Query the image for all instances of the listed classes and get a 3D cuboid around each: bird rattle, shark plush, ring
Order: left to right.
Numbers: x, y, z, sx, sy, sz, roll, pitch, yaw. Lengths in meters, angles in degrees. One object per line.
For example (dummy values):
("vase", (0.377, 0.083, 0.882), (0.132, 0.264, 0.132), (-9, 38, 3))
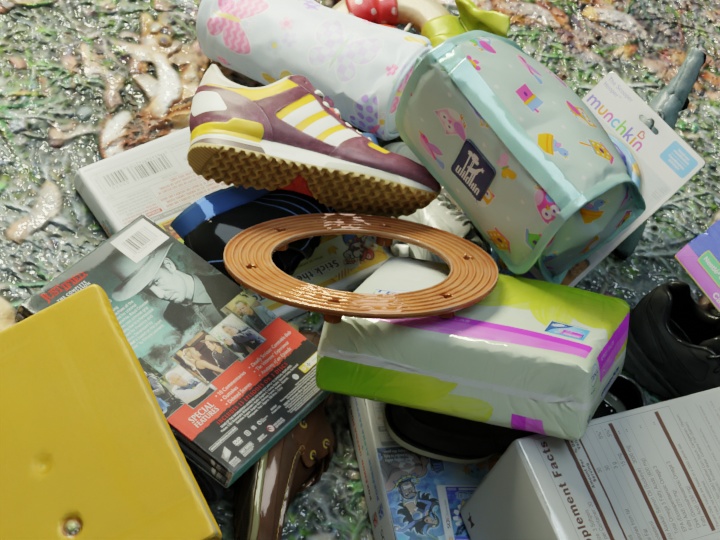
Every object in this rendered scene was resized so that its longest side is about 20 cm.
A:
("ring", (0.000, 0.000, 1.549), (0.200, 0.019, 0.201), (3, 22, -1))
("bird rattle", (0.027, -0.200, 1.815), (0.200, 0.113, 0.163), (34, 68, 8))
("shark plush", (0.235, -0.088, 1.778), (0.091, 0.083, 0.200), (45, 91, 3))

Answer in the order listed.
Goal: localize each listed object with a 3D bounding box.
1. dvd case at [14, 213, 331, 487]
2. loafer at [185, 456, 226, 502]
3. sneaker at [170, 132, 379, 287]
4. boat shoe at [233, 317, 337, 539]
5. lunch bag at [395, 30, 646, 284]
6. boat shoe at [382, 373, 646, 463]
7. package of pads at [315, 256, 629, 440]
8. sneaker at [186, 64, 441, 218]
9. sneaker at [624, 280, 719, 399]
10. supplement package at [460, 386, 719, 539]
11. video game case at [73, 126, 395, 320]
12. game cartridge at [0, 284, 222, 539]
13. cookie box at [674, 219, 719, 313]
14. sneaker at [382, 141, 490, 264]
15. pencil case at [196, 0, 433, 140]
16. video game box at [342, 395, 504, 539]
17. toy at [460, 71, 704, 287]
("dvd case", (-0.127, 0.054, 1.546), (0.200, 0.022, 0.146), (37, 45, 12))
("loafer", (-0.158, 0.082, 1.560), (0.200, 0.072, 0.063), (40, 65, 12))
("sneaker", (-0.052, -0.041, 1.670), (0.200, 0.070, 0.078), (-26, 81, -32))
("boat shoe", (-0.049, 0.125, 1.576), (0.067, 0.072, 0.201), (16, 51, -8))
("lunch bag", (0.119, -0.088, 1.611), (0.122, 0.200, 0.171), (-40, 77, 8))
("boat shoe", (0.116, 0.102, 1.607), (0.201, 0.063, 0.074), (3, 57, -18))
("package of pads", (0.085, 0.052, 1.551), (0.199, 0.068, 0.155), (11, 20, 16))
("sneaker", (-0.030, -0.102, 1.624), (0.199, 0.075, 0.090), (13, 65, -17))
("sneaker", (0.290, 0.092, 1.718), (0.200, 0.091, 0.076), (43, 52, 9))
("supplement package", (0.194, 0.175, 1.552), (0.199, 0.117, 0.118), (-12, 64, -27))
("video game case", (-0.098, -0.038, 1.701), (0.200, 0.023, 0.182), (-24, 68, -33))
("game cartridge", (-0.214, 0.135, 1.471), (0.176, 0.032, 0.200), (-27, 73, 0))
("cookie box", (0.360, 0.032, 1.734), (0.171, 0.075, 0.200), (54, 20, 18))
("sneaker", (0.063, -0.025, 1.704), (0.075, 0.081, 0.201), (19, 44, -42))
("pencil case", (-0.036, -0.181, 1.752), (0.200, 0.083, 0.091), (28, 71, 19))
("video game box", (0.098, 0.152, 1.631), (0.199, 0.047, 0.183), (0, 56, -21))
("toy", (0.164, -0.060, 1.727), (0.200, 0.047, 0.115), (-44, 68, 5))
